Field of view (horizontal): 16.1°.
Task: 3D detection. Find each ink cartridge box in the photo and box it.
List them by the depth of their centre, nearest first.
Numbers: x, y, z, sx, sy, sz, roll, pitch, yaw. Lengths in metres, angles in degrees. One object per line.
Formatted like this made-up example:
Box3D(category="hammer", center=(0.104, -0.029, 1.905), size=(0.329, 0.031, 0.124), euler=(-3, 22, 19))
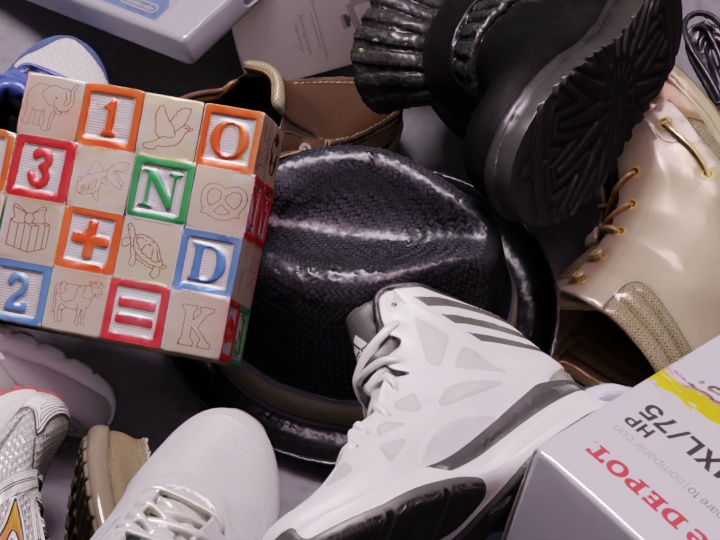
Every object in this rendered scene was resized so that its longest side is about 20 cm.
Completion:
Box3D(category="ink cartridge box", center=(0.177, 0.132, 1.151), size=(0.200, 0.147, 0.147), euler=(-28, 56, -36))
Box3D(category="ink cartridge box", center=(0.017, -0.185, 1.451), size=(0.199, 0.068, 0.117), euler=(-15, 43, 0))

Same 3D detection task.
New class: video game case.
Box3D(category="video game case", center=(-0.110, -0.205, 1.447), size=(0.199, 0.022, 0.182), euler=(23, 56, 35))

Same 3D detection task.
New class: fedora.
Box3D(category="fedora", center=(0.000, 0.000, 1.249), size=(0.199, 0.092, 0.202), euler=(0, 57, 0))

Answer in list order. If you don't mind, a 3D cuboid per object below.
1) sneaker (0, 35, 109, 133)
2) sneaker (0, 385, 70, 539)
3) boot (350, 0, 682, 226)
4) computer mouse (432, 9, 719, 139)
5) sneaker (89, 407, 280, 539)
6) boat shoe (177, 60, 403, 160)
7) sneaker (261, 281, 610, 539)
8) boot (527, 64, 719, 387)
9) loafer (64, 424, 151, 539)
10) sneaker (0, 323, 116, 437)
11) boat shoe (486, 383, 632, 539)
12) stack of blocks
Box3D(category="sneaker", center=(-0.168, -0.071, 1.315), size=(0.075, 0.088, 0.200), euler=(14, 41, 1))
Box3D(category="sneaker", center=(-0.156, 0.138, 1.104), size=(0.082, 0.078, 0.201), euler=(11, 51, 3))
Box3D(category="boot", center=(0.058, -0.096, 1.295), size=(0.157, 0.080, 0.211), euler=(9, 31, 25))
Box3D(category="computer mouse", center=(0.135, -0.072, 1.441), size=(0.199, 0.046, 0.141), euler=(-7, 62, -20))
Box3D(category="sneaker", center=(-0.083, 0.128, 1.036), size=(0.070, 0.080, 0.201), euler=(22, 52, 8))
Box3D(category="boat shoe", center=(-0.049, -0.074, 1.354), size=(0.202, 0.075, 0.075), euler=(-24, 55, -40))
Box3D(category="sneaker", center=(0.009, 0.075, 1.123), size=(0.200, 0.076, 0.115), euler=(-23, 55, -39))
Box3D(category="boot", center=(0.133, -0.028, 1.344), size=(0.200, 0.073, 0.155), euler=(47, 57, 8))
Box3D(category="loafer", center=(-0.082, 0.156, 1.112), size=(0.067, 0.076, 0.201), euler=(-4, 55, -21))
Box3D(category="sneaker", center=(-0.214, 0.065, 1.187), size=(0.199, 0.075, 0.083), euler=(8, 77, -15))
Box3D(category="boat shoe", center=(0.045, 0.106, 1.203), size=(0.199, 0.070, 0.066), euler=(-30, 16, -17))
Box3D(category="stack of blocks", center=(-0.145, -0.030, 1.189), size=(0.199, 0.059, 0.116), euler=(10, 86, 8))
